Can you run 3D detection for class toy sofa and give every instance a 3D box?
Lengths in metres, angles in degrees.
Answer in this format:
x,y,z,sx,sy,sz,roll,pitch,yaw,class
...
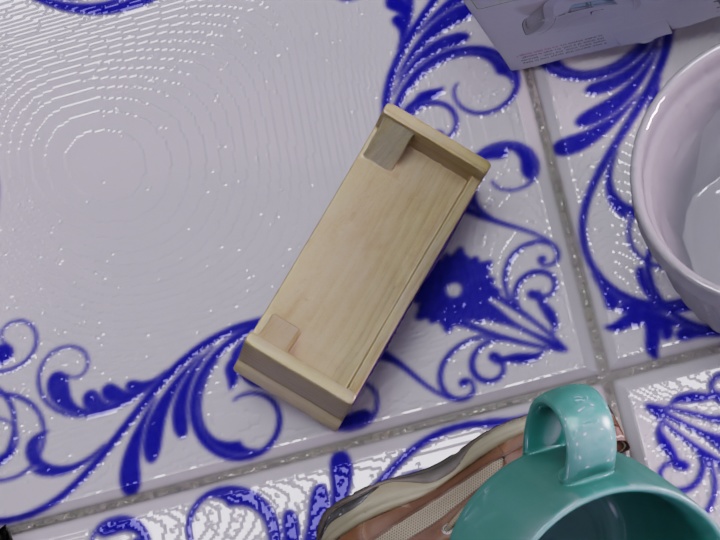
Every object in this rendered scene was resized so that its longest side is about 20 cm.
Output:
x,y,z,sx,sy,sz,roll,pitch,yaw,class
0.000,0.000,1.381,0.083,0.098,0.200,30,71,1,toy sofa

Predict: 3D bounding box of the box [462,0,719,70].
x,y,z,sx,sy,sz,roll,pitch,yaw,class
0.160,-0.230,1.380,0.199,0.176,0.097,-15,63,19,box

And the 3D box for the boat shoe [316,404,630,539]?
x,y,z,sx,sy,sz,roll,pitch,yaw,class
0.074,0.148,1.283,0.199,0.076,0.074,-26,66,8,boat shoe

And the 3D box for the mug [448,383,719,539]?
x,y,z,sx,sy,sz,roll,pitch,yaw,class
0.130,0.163,1.200,0.186,0.152,0.114,-66,22,5,mug

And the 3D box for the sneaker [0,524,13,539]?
x,y,z,sx,sy,sz,roll,pitch,yaw,class
-0.241,0.197,1.336,0.200,0.070,0.078,29,78,26,sneaker

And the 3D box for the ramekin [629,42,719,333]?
x,y,z,sx,sy,sz,roll,pitch,yaw,class
0.271,-0.042,1.308,0.199,0.105,0.201,-6,60,11,ramekin
